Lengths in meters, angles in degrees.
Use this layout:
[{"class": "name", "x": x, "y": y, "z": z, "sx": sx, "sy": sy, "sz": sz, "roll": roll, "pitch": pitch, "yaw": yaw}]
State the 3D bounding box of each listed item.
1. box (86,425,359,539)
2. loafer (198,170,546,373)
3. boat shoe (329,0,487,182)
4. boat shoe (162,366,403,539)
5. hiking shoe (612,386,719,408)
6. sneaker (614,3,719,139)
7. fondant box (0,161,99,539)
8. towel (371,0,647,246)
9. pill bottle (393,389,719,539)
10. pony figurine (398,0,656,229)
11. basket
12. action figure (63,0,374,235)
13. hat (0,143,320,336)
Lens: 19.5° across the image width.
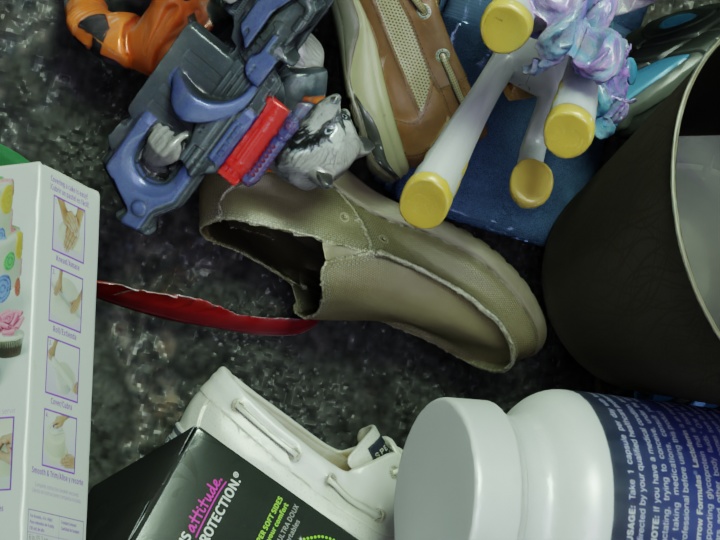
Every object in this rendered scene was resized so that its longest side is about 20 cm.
[{"class": "box", "x": -0.055, "y": 0.192, "z": 1.006, "sx": 0.199, "sy": 0.148, "sz": 0.125, "roll": 37, "pitch": 60, "yaw": -13}, {"class": "loafer", "x": 0.000, "y": 0.000, "z": 1.053, "sx": 0.199, "sy": 0.076, "sz": 0.068, "roll": 31, "pitch": 64, "yaw": -3}, {"class": "boat shoe", "x": 0.015, "y": -0.146, "z": 1.007, "sx": 0.073, "sy": 0.076, "sz": 0.202, "roll": -14, "pitch": 108, "yaw": 1}, {"class": "boat shoe", "x": -0.002, "y": 0.115, "z": 1.072, "sx": 0.199, "sy": 0.071, "sz": 0.070, "roll": 31, "pitch": 90, "yaw": -7}, {"class": "hiking shoe", "x": 0.169, "y": 0.089, "z": 1.112, "sx": 0.086, "sy": 0.074, "sz": 0.202, "roll": 14, "pitch": 82, "yaw": -6}, {"class": "sneaker", "x": 0.200, "y": -0.102, "z": 1.074, "sx": 0.199, "sy": 0.073, "sz": 0.083, "roll": -28, "pitch": 112, "yaw": -31}, {"class": "fondant box", "x": -0.192, "y": 0.061, "z": 0.924, "sx": 0.143, "sy": 0.058, "sz": 0.202, "roll": -5, "pitch": 76, "yaw": 24}, {"class": "towel", "x": 0.086, "y": -0.117, "z": 1.082, "sx": 0.111, "sy": 0.049, "sz": 0.202, "roll": 18, "pitch": 89, "yaw": -14}, {"class": "pill bottle", "x": 0.122, "y": 0.117, "z": 0.986, "sx": 0.198, "sy": 0.116, "sz": 0.117, "roll": 9, "pitch": 93, "yaw": -22}, {"class": "pony figurine", "x": 0.091, "y": -0.132, "z": 0.931, "sx": 0.165, "sy": 0.201, "sz": 0.194, "roll": 24, "pitch": 131, "yaw": 0}, {"class": "basket", "x": 0.170, "y": -0.007, "z": 0.979, "sx": 0.135, "sy": 0.200, "sz": 0.182, "roll": -14, "pitch": 85, "yaw": -17}, {"class": "action figure", "x": -0.058, "y": -0.124, "z": 0.982, "sx": 0.200, "sy": 0.104, "sz": 0.194, "roll": -42, "pitch": 82, "yaw": 26}, {"class": "hat", "x": -0.165, "y": 0.037, "z": 1.051, "sx": 0.199, "sy": 0.176, "sz": 0.167, "roll": 25, "pitch": 87, "yaw": 26}]
